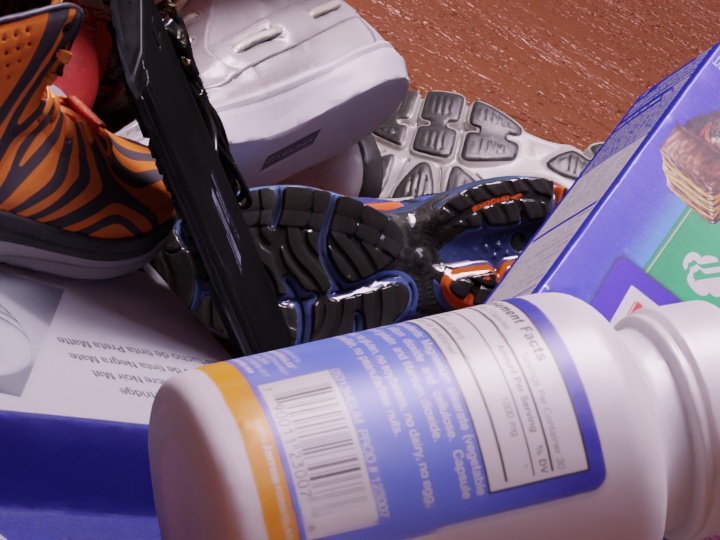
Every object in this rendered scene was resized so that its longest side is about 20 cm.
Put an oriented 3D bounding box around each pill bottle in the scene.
[{"bbox_3d":[0.036,0.070,0.942,0.199,0.113,0.112,-12,36,-18],"label":"pill bottle"}]

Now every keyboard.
[{"bbox_3d":[-0.062,-0.030,1.096,0.020,0.201,0.127,-15,36,7],"label":"keyboard"}]

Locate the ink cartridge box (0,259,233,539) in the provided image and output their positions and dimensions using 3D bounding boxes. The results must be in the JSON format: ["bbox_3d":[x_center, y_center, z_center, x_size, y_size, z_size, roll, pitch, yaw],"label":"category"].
[{"bbox_3d":[-0.118,0.045,1.010,0.199,0.041,0.200,8,29,-45],"label":"ink cartridge box"}]

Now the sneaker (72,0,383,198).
[{"bbox_3d":[-0.086,-0.082,1.332,0.108,0.067,0.201,-2,36,-48],"label":"sneaker"}]

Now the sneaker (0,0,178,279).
[{"bbox_3d":[-0.121,-0.061,1.039,0.077,0.113,0.200,33,18,26],"label":"sneaker"}]

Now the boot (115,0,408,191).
[{"bbox_3d":[-0.074,-0.082,1.237,0.200,0.074,0.096,-26,69,-44],"label":"boot"}]

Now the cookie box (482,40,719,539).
[{"bbox_3d":[0.152,0.030,1.169,0.171,0.075,0.200,43,56,-6],"label":"cookie box"}]

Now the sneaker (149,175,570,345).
[{"bbox_3d":[0.000,0.000,1.218,0.199,0.076,0.078,-1,-5,-21],"label":"sneaker"}]

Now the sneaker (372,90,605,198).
[{"bbox_3d":[0.073,-0.029,1.424,0.199,0.084,0.081,17,54,4],"label":"sneaker"}]

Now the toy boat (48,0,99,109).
[{"bbox_3d":[-0.175,-0.105,1.162,0.130,0.131,0.200,30,20,3],"label":"toy boat"}]
